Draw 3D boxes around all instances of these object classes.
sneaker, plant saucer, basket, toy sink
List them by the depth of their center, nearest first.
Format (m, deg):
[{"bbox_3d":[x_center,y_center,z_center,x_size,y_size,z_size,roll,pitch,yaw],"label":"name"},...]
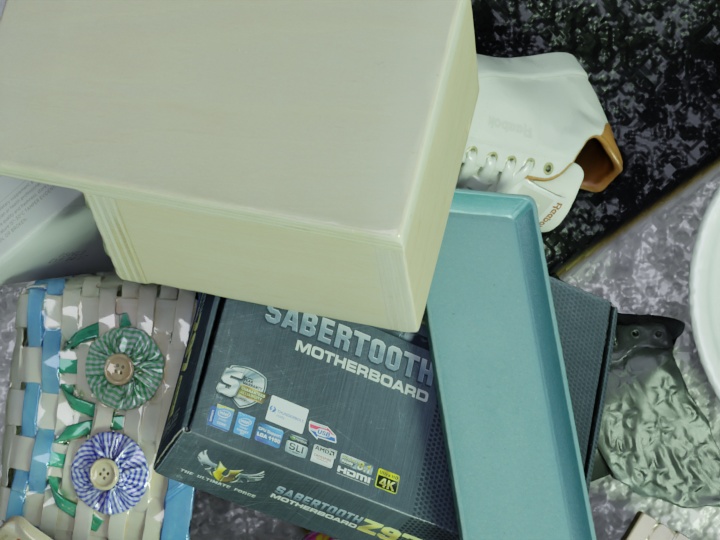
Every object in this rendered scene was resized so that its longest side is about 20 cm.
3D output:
[{"bbox_3d":[-0.058,-0.065,1.155,0.200,0.112,0.131,10,67,10],"label":"toy sink"},{"bbox_3d":[0.064,0.052,1.201,0.070,0.019,0.200,5,59,-24],"label":"plant saucer"},{"bbox_3d":[0.063,-0.058,1.278,0.073,0.200,0.085,-45,69,41],"label":"sneaker"},{"bbox_3d":[-0.079,0.083,1.291,0.200,0.139,0.177,5,87,-8],"label":"basket"},{"bbox_3d":[0.119,0.040,1.331,0.104,0.060,0.200,-21,87,-1],"label":"sneaker"}]

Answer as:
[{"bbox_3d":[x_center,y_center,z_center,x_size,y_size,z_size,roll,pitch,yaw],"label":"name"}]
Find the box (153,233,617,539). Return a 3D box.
[{"bbox_3d":[0.016,0.054,1.220,0.200,0.051,0.158,23,54,-12],"label":"box"}]

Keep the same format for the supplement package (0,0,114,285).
[{"bbox_3d":[-0.168,-0.109,1.293,0.120,0.121,0.200,-37,75,29],"label":"supplement package"}]

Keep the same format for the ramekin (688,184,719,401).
[{"bbox_3d":[0.263,0.016,1.305,0.200,0.098,0.201,0,85,2],"label":"ramekin"}]

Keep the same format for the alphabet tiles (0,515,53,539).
[{"bbox_3d":[-0.102,0.188,1.253,0.195,0.200,0.015,35,62,-5],"label":"alphabet tiles"}]

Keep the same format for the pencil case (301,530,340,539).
[{"bbox_3d":[0.046,0.185,1.260,0.200,0.087,0.088,23,85,-30],"label":"pencil case"}]

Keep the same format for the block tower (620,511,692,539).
[{"bbox_3d":[0.216,0.194,1.311,0.200,0.054,0.058,31,87,4],"label":"block tower"}]
